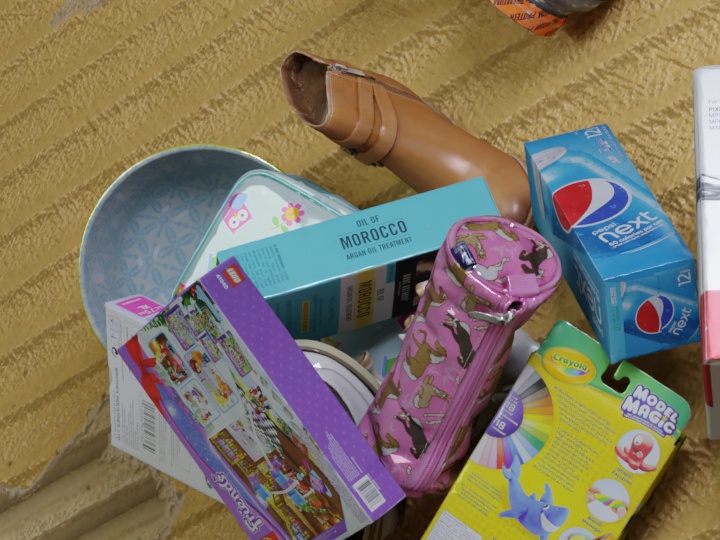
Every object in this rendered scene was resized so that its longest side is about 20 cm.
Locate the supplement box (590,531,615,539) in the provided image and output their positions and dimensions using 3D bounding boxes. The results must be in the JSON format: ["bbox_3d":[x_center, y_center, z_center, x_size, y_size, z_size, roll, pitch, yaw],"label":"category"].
[{"bbox_3d":[0.135,0.283,1.533,0.131,0.103,0.200,-30,93,35],"label":"supplement box"}]

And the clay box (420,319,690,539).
[{"bbox_3d":[0.131,0.142,1.669,0.115,0.048,0.200,34,103,14],"label":"clay box"}]

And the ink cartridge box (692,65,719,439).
[{"bbox_3d":[0.253,-0.011,1.568,0.083,0.144,0.201,-3,67,8],"label":"ink cartridge box"}]

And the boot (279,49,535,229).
[{"bbox_3d":[0.032,-0.089,1.842,0.200,0.155,0.074,40,103,48],"label":"boot"}]

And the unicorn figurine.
[{"bbox_3d":[0.083,0.072,1.760,0.200,0.137,0.074,-44,22,53],"label":"unicorn figurine"}]

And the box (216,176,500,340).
[{"bbox_3d":[0.000,0.000,1.759,0.082,0.199,0.049,93,158,-59],"label":"box"}]

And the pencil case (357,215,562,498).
[{"bbox_3d":[0.062,0.059,1.661,0.083,0.086,0.200,36,126,16],"label":"pencil case"}]

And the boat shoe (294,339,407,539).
[{"bbox_3d":[-0.015,0.133,1.765,0.075,0.200,0.069,3,49,26],"label":"boat shoe"}]

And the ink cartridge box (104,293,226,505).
[{"bbox_3d":[-0.114,0.101,1.833,0.200,0.042,0.120,23,122,46],"label":"ink cartridge box"}]

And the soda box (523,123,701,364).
[{"bbox_3d":[0.167,-0.021,1.679,0.064,0.068,0.200,-14,31,-6],"label":"soda box"}]

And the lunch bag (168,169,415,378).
[{"bbox_3d":[-0.029,0.022,1.870,0.200,0.077,0.161,31,94,17],"label":"lunch bag"}]

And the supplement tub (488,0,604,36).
[{"bbox_3d":[0.165,-0.274,1.807,0.200,0.122,0.123,-49,44,19],"label":"supplement tub"}]

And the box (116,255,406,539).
[{"bbox_3d":[-0.070,0.102,1.704,0.200,0.039,0.137,55,142,1],"label":"box"}]

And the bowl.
[{"bbox_3d":[-0.117,-0.001,1.984,0.201,0.200,0.108,-64,-3,4],"label":"bowl"}]
